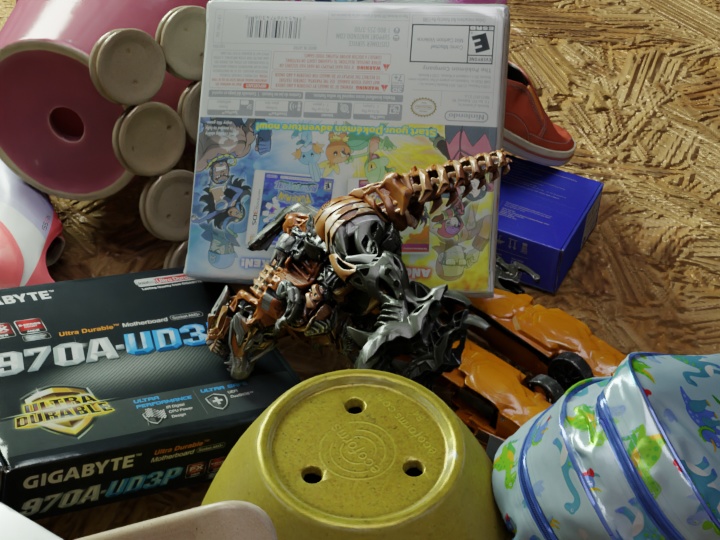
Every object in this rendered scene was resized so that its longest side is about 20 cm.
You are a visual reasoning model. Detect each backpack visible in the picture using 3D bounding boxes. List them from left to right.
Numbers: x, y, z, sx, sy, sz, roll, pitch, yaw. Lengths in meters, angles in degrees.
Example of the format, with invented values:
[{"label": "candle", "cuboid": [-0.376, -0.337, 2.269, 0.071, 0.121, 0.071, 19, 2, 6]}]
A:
[{"label": "backpack", "cuboid": [0.159, 0.113, 0.606, 0.199, 0.154, 0.164, -1, 58, -26]}]

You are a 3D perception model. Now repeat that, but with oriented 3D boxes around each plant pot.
[{"label": "plant pot", "cuboid": [-0.186, -0.153, 0.902, 0.199, 0.201, 0.179, 11, 37, 11]}, {"label": "plant pot", "cuboid": [-0.002, 0.135, 0.622, 0.199, 0.143, 0.201, 1, 40, -1]}]

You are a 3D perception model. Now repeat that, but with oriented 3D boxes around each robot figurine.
[{"label": "robot figurine", "cuboid": [0.078, 0.055, 0.783, 0.200, 0.058, 0.145, 33, 49, 31]}]

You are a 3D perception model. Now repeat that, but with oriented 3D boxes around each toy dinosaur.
[{"label": "toy dinosaur", "cuboid": [0.000, 0.000, 0.704, 0.102, 0.200, 0.136, 4, 44, -52]}]

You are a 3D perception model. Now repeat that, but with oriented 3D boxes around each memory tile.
[{"label": "memory tile", "cuboid": [-0.098, -0.087, 0.847, 0.153, 0.201, 0.017, -30, 27, -30]}]

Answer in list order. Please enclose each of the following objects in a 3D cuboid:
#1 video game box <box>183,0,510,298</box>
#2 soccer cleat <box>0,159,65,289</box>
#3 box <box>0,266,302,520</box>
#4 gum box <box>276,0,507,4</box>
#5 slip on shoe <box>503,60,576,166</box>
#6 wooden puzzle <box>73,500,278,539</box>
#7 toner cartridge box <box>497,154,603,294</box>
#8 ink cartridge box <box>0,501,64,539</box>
[{"label": "video game box", "cuboid": [-0.007, -0.078, 0.778, 0.199, 0.047, 0.183, 4, 82, 11]}, {"label": "soccer cleat", "cuboid": [-0.252, -0.038, 0.890, 0.073, 0.068, 0.200, 16, 32, -20]}, {"label": "box", "cuboid": [-0.148, 0.067, 0.736, 0.199, 0.046, 0.159, -7, 38, -33]}, {"label": "gum box", "cuboid": [-0.001, -0.216, 0.844, 0.199, 0.114, 0.066, -1, 31, 33]}, {"label": "slip on shoe", "cuboid": [0.108, -0.120, 0.888, 0.074, 0.061, 0.200, 28, 8, 36]}, {"label": "wooden puzzle", "cuboid": [-0.107, 0.208, 0.510, 0.199, 0.046, 0.186, -17, 78, 16]}, {"label": "toner cartridge box", "cuboid": [0.074, -0.055, 0.923, 0.199, 0.043, 0.095, 20, 42, 20]}, {"label": "ink cartridge box", "cuboid": [-0.122, 0.190, 0.588, 0.199, 0.100, 0.039, 25, 43, 24]}]
